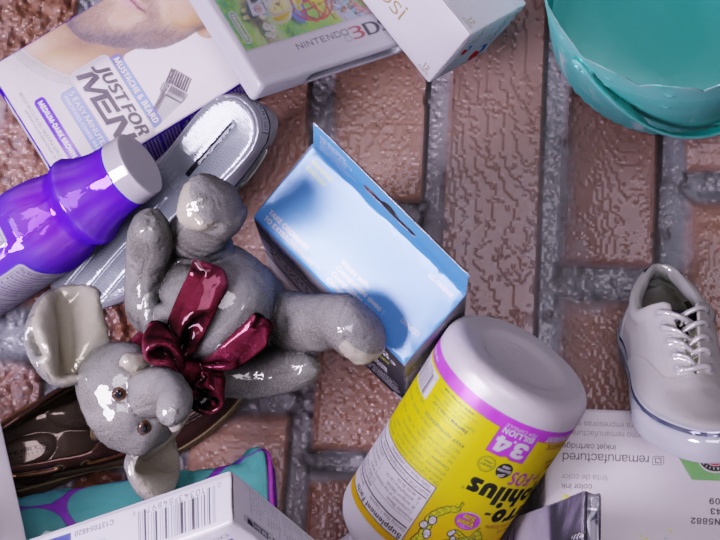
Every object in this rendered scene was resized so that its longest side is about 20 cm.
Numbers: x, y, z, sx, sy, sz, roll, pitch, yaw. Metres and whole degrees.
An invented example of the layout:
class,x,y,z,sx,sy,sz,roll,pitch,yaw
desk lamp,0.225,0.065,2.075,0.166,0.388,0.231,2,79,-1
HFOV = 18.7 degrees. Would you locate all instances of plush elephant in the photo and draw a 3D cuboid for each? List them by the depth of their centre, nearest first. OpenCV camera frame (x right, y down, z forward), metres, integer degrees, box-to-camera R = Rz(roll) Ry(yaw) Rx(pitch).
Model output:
class,x,y,z,sx,sy,sz,roll,pitch,yaw
plush elephant,-0.119,0.053,1.390,0.165,0.200,0.155,44,61,-22

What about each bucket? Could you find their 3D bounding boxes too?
class,x,y,z,sx,sy,sz,roll,pitch,yaw
bucket,0.221,-0.195,1.516,0.207,0.135,0.208,-1,76,3

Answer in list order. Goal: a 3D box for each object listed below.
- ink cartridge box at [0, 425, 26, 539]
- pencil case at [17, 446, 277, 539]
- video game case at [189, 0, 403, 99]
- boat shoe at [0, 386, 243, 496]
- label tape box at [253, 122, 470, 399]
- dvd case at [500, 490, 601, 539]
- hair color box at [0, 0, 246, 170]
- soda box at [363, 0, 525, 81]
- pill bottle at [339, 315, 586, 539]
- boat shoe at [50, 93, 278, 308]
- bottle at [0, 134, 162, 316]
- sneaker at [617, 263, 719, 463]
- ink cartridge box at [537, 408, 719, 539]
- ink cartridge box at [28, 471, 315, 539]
class,x,y,z,sx,sy,sz,roll,pitch,yaw
ink cartridge box,-0.283,0.150,1.421,0.067,0.200,0.117,-3,72,-42
pencil case,-0.151,0.175,1.464,0.199,0.085,0.093,-9,38,1
video game case,-0.055,-0.227,1.544,0.182,0.022,0.200,-22,73,-38
boat shoe,-0.173,0.099,1.489,0.200,0.072,0.072,-18,76,-4
label tape box,0.000,0.000,1.442,0.063,0.200,0.144,-44,78,-9
dvd case,0.112,0.226,1.383,0.016,0.200,0.149,5,76,-12
hair color box,-0.149,-0.144,1.554,0.200,0.065,0.109,-32,78,-7
soda box,0.022,-0.236,1.539,0.068,0.064,0.200,-32,80,-40
pill bottle,0.056,0.135,1.422,0.104,0.104,0.200,35,113,10
boat shoe,-0.129,-0.042,1.526,0.200,0.067,0.074,-39,77,16
bottle,-0.225,-0.022,1.482,0.200,0.084,0.065,-32,79,21
sneaker,0.206,0.057,1.423,0.073,0.200,0.071,-3,114,-9
ink cartridge box,0.190,0.198,1.444,0.144,0.084,0.201,2,75,2
ink cartridge box,-0.110,0.210,1.365,0.199,0.200,0.041,-21,51,22
